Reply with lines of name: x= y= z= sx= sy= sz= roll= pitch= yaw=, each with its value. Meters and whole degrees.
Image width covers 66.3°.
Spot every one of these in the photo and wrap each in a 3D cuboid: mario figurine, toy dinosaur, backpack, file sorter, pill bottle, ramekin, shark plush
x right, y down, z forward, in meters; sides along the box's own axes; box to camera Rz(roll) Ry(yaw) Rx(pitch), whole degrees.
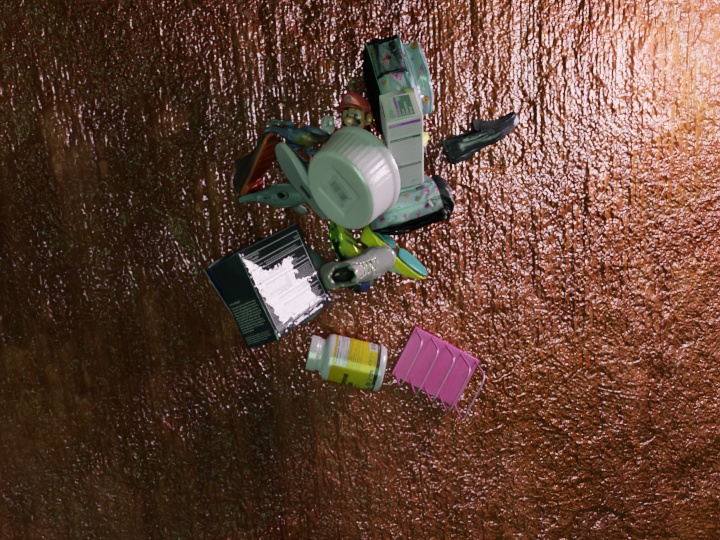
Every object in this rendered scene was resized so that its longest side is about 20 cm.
mario figurine: x=-0.021 y=-0.292 z=1.236 sx=0.120 sy=0.106 sz=0.207 roll=-10 pitch=110 yaw=-21
toy dinosaur: x=-0.150 y=-0.309 z=1.327 sx=0.178 sy=0.198 sz=0.108 roll=26 pitch=116 yaw=28
backpack: x=0.086 y=-0.396 z=1.237 sx=0.148 sy=0.176 sz=0.207 roll=-7 pitch=77 yaw=2
file sorter: x=0.199 y=0.264 z=1.401 sx=0.196 sy=0.126 sz=0.142 roll=27 pitch=98 yaw=-6
pill bottle: x=-0.037 y=0.228 z=1.393 sx=0.193 sy=0.113 sz=0.116 roll=14 pitch=100 yaw=-4
ramekin: x=-0.020 y=-0.188 z=1.167 sx=0.202 sy=0.199 sz=0.098 roll=52 pitch=53 yaw=-9
shark plush: x=-0.190 y=-0.188 z=1.307 sx=0.194 sy=0.083 sz=0.094 roll=6 pitch=97 yaw=-23
backpack: x=0.106 y=-0.157 z=1.303 sx=0.193 sy=0.167 sz=0.131 roll=-15 pitch=90 yaw=-7

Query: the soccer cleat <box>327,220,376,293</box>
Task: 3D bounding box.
soccer cleat: x=-0.020 y=-0.046 z=1.381 sx=0.082 sy=0.064 sz=0.206 roll=-24 pitch=97 yaw=-25

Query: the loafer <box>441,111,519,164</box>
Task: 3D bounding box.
loafer: x=0.289 y=-0.332 z=1.327 sx=0.196 sy=0.068 sz=0.072 roll=-29 pitch=109 yaw=7

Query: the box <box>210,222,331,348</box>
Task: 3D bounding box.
box: x=-0.196 y=0.031 z=1.238 sx=0.121 sy=0.199 sz=0.204 roll=-18 pitch=99 yaw=40

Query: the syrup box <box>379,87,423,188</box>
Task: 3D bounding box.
syrup box: x=0.089 y=-0.272 z=1.162 sx=0.079 sy=0.202 sz=0.081 roll=-12 pitch=58 yaw=-2

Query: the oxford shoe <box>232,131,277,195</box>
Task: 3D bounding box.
oxford shoe: x=-0.254 y=-0.253 z=1.287 sx=0.073 sy=0.071 sz=0.201 roll=45 pitch=129 yaw=10

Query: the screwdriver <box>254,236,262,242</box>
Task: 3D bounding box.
screwdriver: x=-0.208 y=0.007 z=1.389 sx=0.029 sy=0.028 sz=0.204 roll=-31 pitch=97 yaw=-26

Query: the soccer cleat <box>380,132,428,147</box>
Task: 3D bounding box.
soccer cleat: x=0.072 y=-0.286 z=1.321 sx=0.196 sy=0.065 sz=0.085 roll=-30 pitch=104 yaw=5

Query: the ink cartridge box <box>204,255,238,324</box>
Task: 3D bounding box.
ink cartridge box: x=-0.288 y=0.063 z=1.310 sx=0.046 sy=0.200 sz=0.201 roll=-32 pitch=100 yaw=-5

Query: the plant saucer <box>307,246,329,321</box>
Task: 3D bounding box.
plant saucer: x=-0.168 y=0.035 z=1.368 sx=0.193 sy=0.036 sz=0.208 roll=0 pitch=90 yaw=-14

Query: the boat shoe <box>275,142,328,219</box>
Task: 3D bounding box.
boat shoe: x=-0.120 y=-0.212 z=1.266 sx=0.056 sy=0.068 sz=0.202 roll=-40 pitch=99 yaw=-29

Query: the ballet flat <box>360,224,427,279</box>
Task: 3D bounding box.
ballet flat: x=0.079 y=-0.037 z=1.382 sx=0.199 sy=0.067 sz=0.067 roll=42 pitch=118 yaw=-5

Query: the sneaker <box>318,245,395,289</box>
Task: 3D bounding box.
sneaker: x=0.000 y=0.000 z=1.300 sx=0.195 sy=0.099 sz=0.080 roll=-22 pitch=99 yaw=-9
